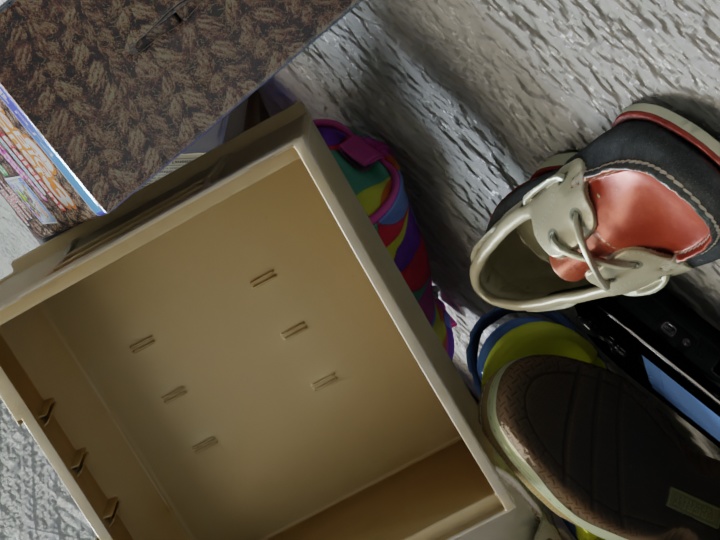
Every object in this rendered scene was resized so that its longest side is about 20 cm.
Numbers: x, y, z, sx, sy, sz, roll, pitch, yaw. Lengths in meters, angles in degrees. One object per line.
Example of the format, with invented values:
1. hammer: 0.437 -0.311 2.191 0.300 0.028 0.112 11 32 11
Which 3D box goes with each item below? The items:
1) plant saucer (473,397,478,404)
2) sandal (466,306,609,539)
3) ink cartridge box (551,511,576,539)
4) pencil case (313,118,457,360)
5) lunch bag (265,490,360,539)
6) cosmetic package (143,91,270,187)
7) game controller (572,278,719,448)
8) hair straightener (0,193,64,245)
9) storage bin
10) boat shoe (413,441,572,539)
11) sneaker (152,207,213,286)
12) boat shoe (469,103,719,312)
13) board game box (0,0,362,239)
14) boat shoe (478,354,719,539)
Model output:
1. plant saucer: 0.050 0.105 1.446 0.200 0.037 0.201 41 165 13
2. sandal: 0.117 0.083 1.130 0.200 0.079 0.087 57 179 -33
3. ink cartridge box: 0.051 0.193 1.313 0.084 0.145 0.200 24 154 -25
4. pencil case: 0.000 0.000 1.182 0.088 0.088 0.200 37 165 27
5. lunch bag: 0.009 0.158 1.160 0.075 0.201 0.160 -1 150 26
6. cosmetic package: -0.095 -0.043 1.273 0.105 0.071 0.200 0 149 15
7. game controller: 0.176 0.073 0.970 0.200 0.042 0.104 40 166 21
8. hair straightener: -0.139 0.012 1.170 0.200 0.041 0.077 55 175 22
9. storage bin: -0.062 0.057 1.017 0.201 0.198 0.094 59 -170 -16
10. boat shoe: 0.090 0.162 1.130 0.069 0.071 0.200 40 167 49
11. sneaker: -0.088 -0.007 1.147 0.108 0.067 0.202 49 172 33
12. boat shoe: 0.100 -0.018 0.883 0.071 0.063 0.200 48 165 -8
13. board game box: -0.107 -0.106 1.009 0.097 0.159 0.200 51 166 -9
14. boat shoe: 0.121 0.103 1.047 0.200 0.072 0.076 35 158 -30
